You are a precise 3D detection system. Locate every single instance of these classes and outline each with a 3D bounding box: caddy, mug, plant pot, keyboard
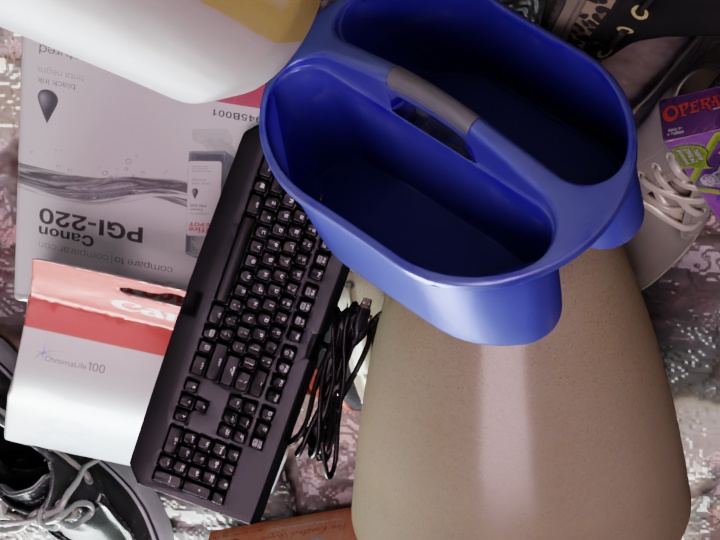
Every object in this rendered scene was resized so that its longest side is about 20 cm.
[{"bbox_3d":[0.045,-0.058,1.384,0.200,0.141,0.105,33,163,29],"label":"caddy"},{"bbox_3d":[-0.088,-0.158,1.360,0.153,0.150,0.186,32,153,-32],"label":"mug"},{"bbox_3d":[0.082,0.046,1.514,0.186,0.188,0.201,3,125,10],"label":"plant pot"},{"bbox_3d":[-0.043,0.034,1.474,0.104,0.040,0.201,18,99,-4],"label":"keyboard"}]

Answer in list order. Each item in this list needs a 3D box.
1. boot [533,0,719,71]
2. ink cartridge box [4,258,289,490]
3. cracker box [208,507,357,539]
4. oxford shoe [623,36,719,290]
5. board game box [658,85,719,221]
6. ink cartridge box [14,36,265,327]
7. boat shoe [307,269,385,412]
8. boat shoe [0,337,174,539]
[{"bbox_3d":[0.169,-0.129,1.406,0.153,0.074,0.204,14,158,1],"label":"boot"},{"bbox_3d":[-0.111,0.062,1.576,0.159,0.047,0.200,13,159,-3],"label":"ink cartridge box"},{"bbox_3d":[-0.003,0.239,1.752,0.133,0.058,0.201,-10,123,18],"label":"cracker box"},{"bbox_3d":[0.166,-0.055,1.510,0.075,0.058,0.200,25,129,-11],"label":"oxford shoe"},{"bbox_3d":[0.237,-0.048,1.454,0.120,0.032,0.200,-16,152,17],"label":"board game box"},{"bbox_3d":[-0.107,-0.071,1.539,0.145,0.085,0.201,10,128,5],"label":"ink cartridge box"},{"bbox_3d":[0.000,0.000,1.571,0.062,0.071,0.201,20,134,16],"label":"boat shoe"},{"bbox_3d":[-0.187,0.124,1.702,0.073,0.068,0.200,-23,117,25],"label":"boat shoe"}]
